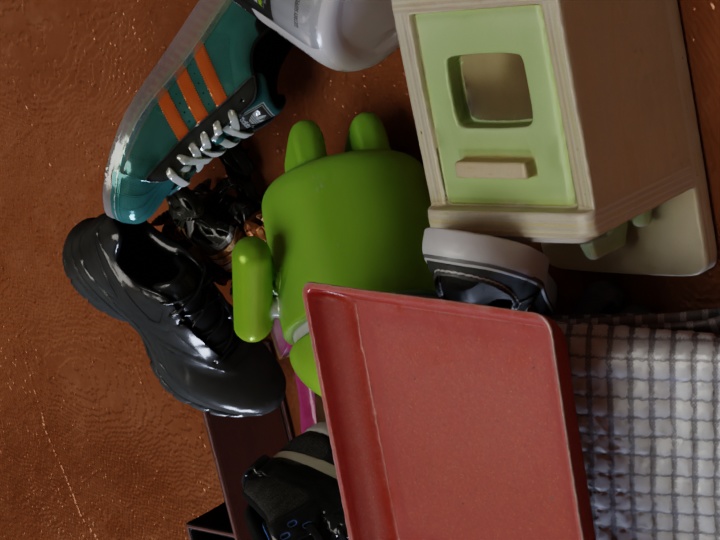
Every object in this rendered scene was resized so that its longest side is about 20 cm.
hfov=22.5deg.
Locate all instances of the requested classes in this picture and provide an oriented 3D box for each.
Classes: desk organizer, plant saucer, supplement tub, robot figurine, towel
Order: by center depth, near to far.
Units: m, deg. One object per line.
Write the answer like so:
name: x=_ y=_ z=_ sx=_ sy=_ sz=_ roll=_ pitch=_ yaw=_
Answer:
plant saucer: x=0.060 y=0.104 z=1.053 sx=0.199 sy=0.037 sz=0.201 roll=7 pitch=113 yaw=47
towel: x=0.178 y=0.113 z=1.063 sx=0.165 sy=0.086 sz=0.201 roll=0 pitch=112 yaw=17
supplement tub: x=-0.050 y=-0.224 z=1.154 sx=0.200 sy=0.122 sz=0.123 roll=37 pitch=133 yaw=29
robot figurine: x=0.000 y=0.000 z=1.192 sx=0.116 sy=0.174 sz=0.201 roll=114 pitch=147 yaw=-68
desk organizer: x=-0.098 y=0.161 z=1.433 sx=0.072 sy=0.077 sz=0.201 roll=2 pitch=110 yaw=47

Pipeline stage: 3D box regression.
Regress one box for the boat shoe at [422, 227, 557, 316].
boat shoe: x=0.081 y=0.019 z=1.093 sx=0.068 sy=0.200 sz=0.057 roll=9 pitch=81 yaw=19

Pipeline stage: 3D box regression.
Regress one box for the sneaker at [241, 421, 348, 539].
sneaker: x=0.000 y=0.189 z=1.218 sx=0.200 sy=0.112 sz=0.073 roll=32 pitch=137 yaw=34

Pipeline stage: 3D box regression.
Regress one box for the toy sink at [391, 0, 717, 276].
toy sink: x=0.112 y=-0.079 z=1.059 sx=0.130 sy=0.112 sz=0.201 roll=5 pitch=112 yaw=46

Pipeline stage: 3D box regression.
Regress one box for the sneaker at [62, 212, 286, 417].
sneaker: x=-0.129 y=0.033 z=1.324 sx=0.200 sy=0.076 sz=0.091 roll=41 pitch=151 yaw=-12

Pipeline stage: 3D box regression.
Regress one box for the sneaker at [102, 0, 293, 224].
sneaker: x=-0.102 y=-0.111 z=1.243 sx=0.080 sy=0.071 sz=0.201 roll=30 pitch=89 yaw=15

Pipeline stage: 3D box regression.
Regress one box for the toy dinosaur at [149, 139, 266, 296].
toy dinosaur: x=-0.100 y=-0.045 z=1.345 sx=0.199 sy=0.102 sz=0.136 roll=-26 pitch=105 yaw=32

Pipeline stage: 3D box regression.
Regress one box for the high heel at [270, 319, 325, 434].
high heel: x=-0.005 y=0.094 z=1.308 sx=0.096 sy=0.067 sz=0.201 roll=-47 pitch=60 yaw=59

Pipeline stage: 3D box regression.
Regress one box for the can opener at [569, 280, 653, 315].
can opener: x=0.107 y=0.098 z=1.129 sx=0.053 sy=0.067 sz=0.201 roll=39 pitch=107 yaw=28
